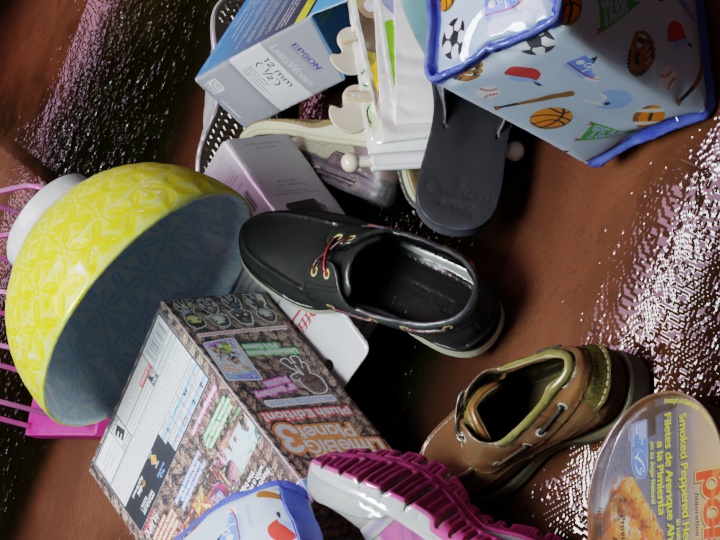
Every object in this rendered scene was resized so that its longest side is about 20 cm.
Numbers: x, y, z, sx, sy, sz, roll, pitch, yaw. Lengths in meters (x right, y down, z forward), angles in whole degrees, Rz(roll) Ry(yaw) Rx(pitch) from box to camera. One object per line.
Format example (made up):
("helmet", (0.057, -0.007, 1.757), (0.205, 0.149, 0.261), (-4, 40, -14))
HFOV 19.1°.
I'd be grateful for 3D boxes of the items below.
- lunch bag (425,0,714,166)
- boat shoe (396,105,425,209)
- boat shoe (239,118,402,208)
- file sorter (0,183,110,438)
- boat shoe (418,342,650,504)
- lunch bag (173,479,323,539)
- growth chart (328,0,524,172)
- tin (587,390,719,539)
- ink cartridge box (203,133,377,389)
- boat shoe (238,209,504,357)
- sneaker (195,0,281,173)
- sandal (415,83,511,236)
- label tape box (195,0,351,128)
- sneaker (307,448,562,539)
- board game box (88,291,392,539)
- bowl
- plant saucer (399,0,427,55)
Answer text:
("lunch bag", (0.128, -0.194, 1.311), (0.123, 0.169, 0.202), (-22, 58, 35))
("boat shoe", (0.050, -0.129, 1.515), (0.065, 0.073, 0.202), (138, 138, -61))
("boat shoe", (-0.034, -0.074, 1.604), (0.200, 0.071, 0.067), (0, 69, 52))
("file sorter", (-0.286, 0.035, 1.878), (0.138, 0.125, 0.202), (-6, 69, 55))
("boat shoe", (0.090, 0.089, 1.335), (0.200, 0.068, 0.073), (-36, 48, 44))
("lunch bag", (-0.078, 0.246, 1.287), (0.201, 0.123, 0.170), (-52, 29, 17))
("growth chart", (0.052, -0.159, 1.473), (0.018, 0.143, 0.202), (93, -179, -72))
("tin", (0.177, 0.167, 1.194), (0.112, 0.042, 0.202), (-30, 50, 51))
("ink cartridge box", (-0.049, 0.014, 1.540), (0.201, 0.066, 0.116), (55, 129, 25))
("boat shoe", (0.001, -0.002, 1.431), (0.200, 0.063, 0.074), (20, 73, 26))
("sneaker", (-0.094, -0.118, 1.741), (0.085, 0.072, 0.202), (100, 174, -81))
("sandal", (0.077, -0.124, 1.431), (0.043, 0.075, 0.202), (96, 177, -74))
("label tape box", (-0.021, -0.201, 1.610), (0.199, 0.066, 0.144), (-18, 35, 50))
("sneaker", (0.043, 0.178, 1.298), (0.199, 0.081, 0.089), (30, 111, 26))
("board game box", (-0.077, 0.140, 1.461), (0.200, 0.096, 0.160), (50, 127, 33))
("bowl", (-0.179, -0.004, 1.466), (0.107, 0.200, 0.201), (39, 111, 20))
("plant saucer", (0.082, -0.208, 1.389), (0.027, 0.200, 0.202), (-9, 65, 34))
